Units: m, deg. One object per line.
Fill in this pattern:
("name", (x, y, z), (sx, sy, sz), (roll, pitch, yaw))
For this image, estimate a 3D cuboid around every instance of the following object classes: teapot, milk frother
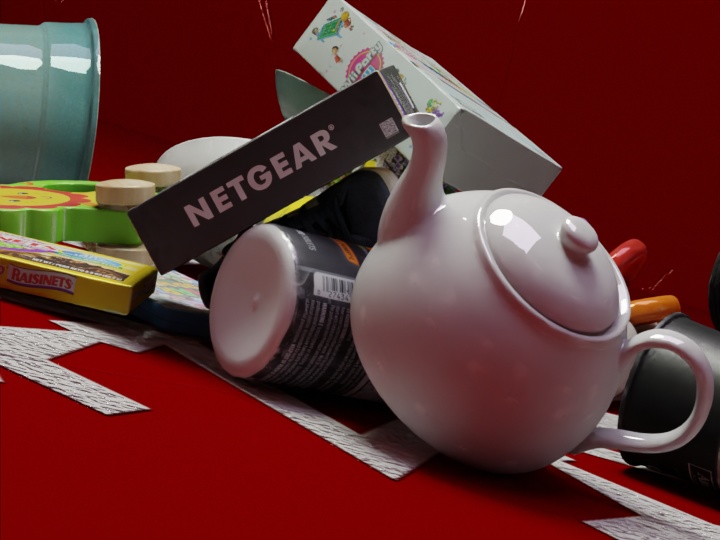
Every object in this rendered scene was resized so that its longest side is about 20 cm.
("teapot", (0.102, 0.023, 1.181), (0.199, 0.146, 0.199), (12, 47, -37))
("milk frother", (0.316, 0.076, 1.341), (0.187, 0.202, 0.180), (19, 2, 30))

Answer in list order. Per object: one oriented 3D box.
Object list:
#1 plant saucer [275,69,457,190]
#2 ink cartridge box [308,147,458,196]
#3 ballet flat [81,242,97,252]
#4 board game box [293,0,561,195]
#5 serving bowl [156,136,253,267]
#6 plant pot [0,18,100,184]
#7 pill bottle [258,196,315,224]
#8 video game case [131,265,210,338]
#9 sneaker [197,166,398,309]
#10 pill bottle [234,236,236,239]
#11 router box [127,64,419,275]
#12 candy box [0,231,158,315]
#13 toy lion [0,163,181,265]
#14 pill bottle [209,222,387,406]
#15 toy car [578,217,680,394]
("plant saucer", (0.001, -0.113, 1.673), (0.199, 0.036, 0.200), (30, 0, 0))
("ink cartridge box", (0.057, -0.026, 1.551), (0.199, 0.051, 0.109), (37, -24, -7))
("ballet flat", (-0.215, -0.045, 1.693), (0.070, 0.066, 0.200), (15, 5, -11))
("board game box", (0.054, -0.135, 1.562), (0.147, 0.064, 0.200), (27, 15, -46))
("serving bowl", (-0.104, -0.042, 1.738), (0.198, 0.066, 0.201), (11, -28, 6))
("plant pot", (-0.364, -0.157, 1.804), (0.194, 0.202, 0.200), (7, 8, -17))
("pill bottle", (0.000, 0.000, 1.458), (0.112, 0.114, 0.199), (12, -4, -37))
("video game case", (-0.149, 0.022, 1.463), (0.142, 0.018, 0.199), (13, 7, -41))
("sneaker", (-0.047, -0.013, 1.353), (0.084, 0.076, 0.200), (-8, -19, -41))
("pill bottle", (-0.006, -0.003, 1.644), (0.198, 0.112, 0.111), (14, 6, -19))
("router box", (-0.055, -0.074, 1.319), (0.053, 0.199, 0.157), (61, 9, -4))
("candy box", (-0.250, -0.008, 1.336), (0.198, 0.027, 0.102), (13, 6, 2))
("toy lion", (-0.251, -0.048, 1.500), (0.190, 0.069, 0.200), (3, 9, 4))
("pill bottle", (0.004, 0.038, 1.287), (0.199, 0.107, 0.106), (13, 6, -35))
("toy car", (0.199, 0.029, 1.723), (0.199, 0.151, 0.175), (18, 6, 19))
